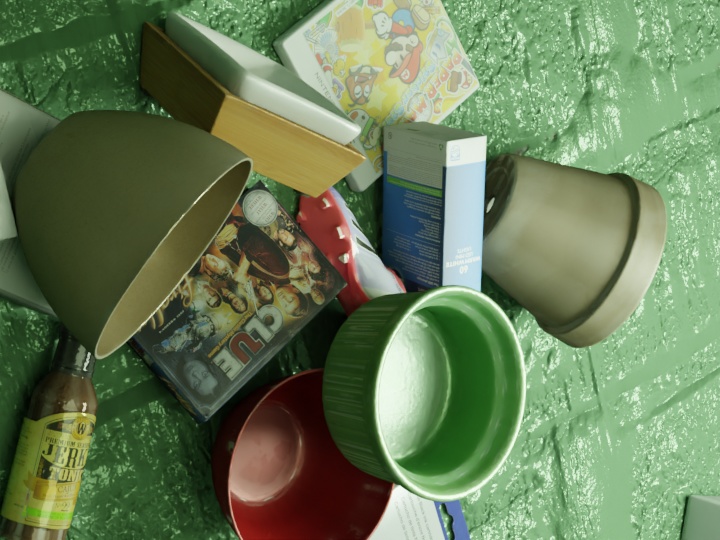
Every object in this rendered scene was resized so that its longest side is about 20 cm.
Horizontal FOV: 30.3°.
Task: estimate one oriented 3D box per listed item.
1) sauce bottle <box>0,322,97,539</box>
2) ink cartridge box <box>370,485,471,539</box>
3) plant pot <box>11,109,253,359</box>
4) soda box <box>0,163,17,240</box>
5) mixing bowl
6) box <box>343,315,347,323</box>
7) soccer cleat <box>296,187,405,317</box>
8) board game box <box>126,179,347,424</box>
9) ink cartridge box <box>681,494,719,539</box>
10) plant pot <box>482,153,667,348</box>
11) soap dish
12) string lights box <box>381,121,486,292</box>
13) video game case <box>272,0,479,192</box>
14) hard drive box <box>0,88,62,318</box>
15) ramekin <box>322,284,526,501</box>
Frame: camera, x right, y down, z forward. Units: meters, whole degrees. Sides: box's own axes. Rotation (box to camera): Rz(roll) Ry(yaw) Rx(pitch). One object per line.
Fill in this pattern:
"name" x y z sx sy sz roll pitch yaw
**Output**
"sauce bottle" -0.272 0.144 1.186 0.064 0.064 0.202 14 88 -37
"ink cartridge box" 0.054 0.320 1.465 0.199 0.040 0.201 -30 112 -31
"plant pot" -0.198 -0.051 1.065 0.134 0.200 0.201 38 69 2
"soda box" -0.326 -0.116 1.019 0.068 0.063 0.202 -20 106 -33
"mixing bowl" -0.073 0.190 1.312 0.199 0.108 0.203 -4 97 -37
"box" 0.066 0.120 1.451 0.198 0.038 0.138 2 94 -37
"soccer cleat" 0.000 0.000 1.357 0.076 0.066 0.202 -25 88 -51
"board game box" -0.125 0.028 1.270 0.136 0.035 0.200 49 66 -6
"ink cartridge box" 0.544 0.388 1.776 0.198 0.145 0.146 8 91 -37
"plant pot" 0.207 -0.039 1.464 0.172 0.200 0.202 24 81 -18
"soap dish" -0.105 -0.150 1.203 0.156 0.200 0.082 21 105 -38
"string lights box" 0.074 -0.046 1.382 0.059 0.102 0.202 -12 111 -36
"video game case" 0.022 -0.214 1.388 0.200 0.023 0.183 -43 119 -25
"hard drive box" -0.320 -0.070 1.115 0.199 0.076 0.157 28 78 -36
"ramekin" 0.057 0.114 1.276 0.199 0.097 0.203 -1 92 -40
